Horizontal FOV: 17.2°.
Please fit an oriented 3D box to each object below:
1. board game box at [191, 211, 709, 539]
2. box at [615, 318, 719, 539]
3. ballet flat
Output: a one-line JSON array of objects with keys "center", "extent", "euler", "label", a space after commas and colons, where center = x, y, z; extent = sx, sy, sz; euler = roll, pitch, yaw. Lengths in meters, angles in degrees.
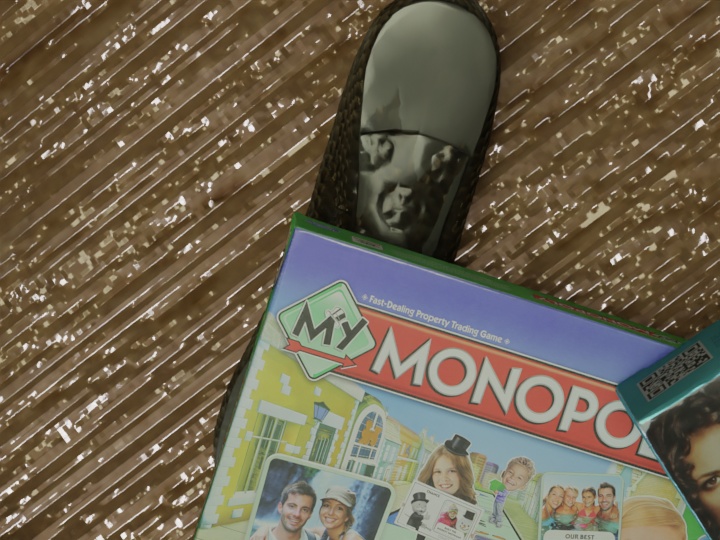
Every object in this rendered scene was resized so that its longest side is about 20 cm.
[{"center": [0.052, 0.076, 0.776], "extent": [0.199, 0.029, 0.135], "euler": [17, 100, -5], "label": "board game box"}, {"center": [0.168, 0.100, 0.744], "extent": [0.082, 0.049, 0.201], "euler": [-33, 99, 5], "label": "box"}, {"center": [0.000, 0.000, 0.800], "extent": [0.067, 0.046, 0.201], "euler": [15, 104, -6], "label": "ballet flat"}]
